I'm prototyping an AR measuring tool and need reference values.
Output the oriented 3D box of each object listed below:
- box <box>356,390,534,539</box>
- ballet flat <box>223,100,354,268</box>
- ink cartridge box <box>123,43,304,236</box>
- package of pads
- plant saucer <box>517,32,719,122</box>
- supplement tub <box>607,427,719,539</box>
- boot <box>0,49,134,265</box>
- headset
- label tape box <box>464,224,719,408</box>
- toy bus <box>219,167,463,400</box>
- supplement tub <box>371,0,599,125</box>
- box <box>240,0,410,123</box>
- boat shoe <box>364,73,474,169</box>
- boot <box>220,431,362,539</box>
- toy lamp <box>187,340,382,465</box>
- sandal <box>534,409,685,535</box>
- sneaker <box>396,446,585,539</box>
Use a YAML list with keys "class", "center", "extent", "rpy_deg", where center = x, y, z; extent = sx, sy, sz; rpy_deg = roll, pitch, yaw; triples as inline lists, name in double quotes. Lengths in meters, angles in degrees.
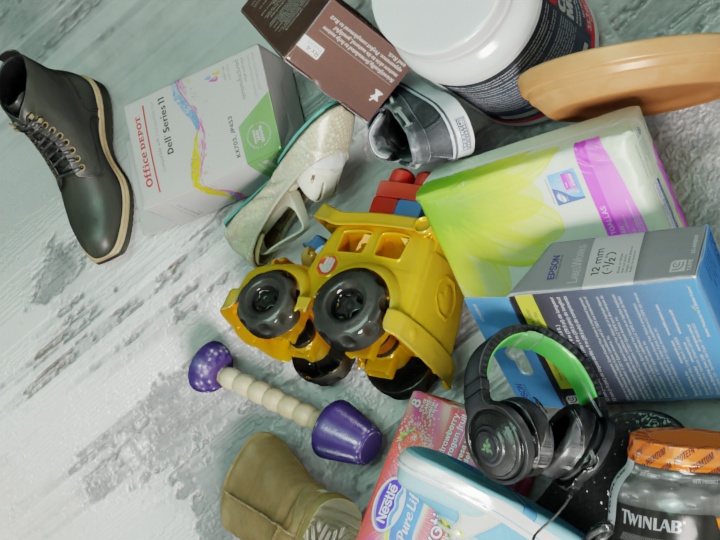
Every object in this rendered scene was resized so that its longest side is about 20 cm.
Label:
- class: "box"
  center: [0.067, 0.213, 1.663]
  extent: [0.095, 0.100, 0.200]
  rpy_deg: [21, 89, 31]
- class: "ballet flat"
  center: [-0.054, -0.074, 1.807]
  extent: [0.062, 0.067, 0.200]
  rpy_deg: [56, 130, 17]
- class: "ink cartridge box"
  center: [-0.155, -0.122, 1.887]
  extent: [0.200, 0.067, 0.117]
  rpy_deg: [-23, 68, 23]
- class: "package of pads"
  center: [0.167, -0.035, 1.646]
  extent: [0.200, 0.068, 0.155]
  rpy_deg: [-15, 114, 25]
- class: "plant saucer"
  center: [0.230, -0.154, 1.607]
  extent: [0.200, 0.200, 0.038]
  rpy_deg: [-10, 84, 27]
- class: "supplement tub"
  center: [0.251, 0.227, 1.521]
  extent: [0.122, 0.122, 0.200]
  rpy_deg: [5, 95, 30]
- class: "boot"
  center: [-0.299, -0.111, 1.924]
  extent: [0.077, 0.138, 0.200]
  rpy_deg: [-25, 68, 21]
- class: "headset"
  center: [0.150, 0.130, 1.519]
  extent: [0.094, 0.123, 0.200]
  rpy_deg: [-40, 49, 48]
- class: "label tape box"
  center: [0.205, 0.042, 1.598]
  extent: [0.200, 0.143, 0.066]
  rpy_deg: [-5, 44, 29]
- class: "toy bus"
  center: [0.000, 0.000, 1.745]
  extent: [0.200, 0.136, 0.192]
  rpy_deg: [6, 68, 33]
- class: "supplement tub"
  center: [0.109, -0.214, 1.684]
  extent: [0.140, 0.200, 0.141]
  rpy_deg: [-7, 75, 27]
- class: "box"
  center: [-0.034, -0.212, 1.766]
  extent: [0.075, 0.100, 0.200]
  rpy_deg: [-50, 25, 8]
- class: "boat shoe"
  center: [0.036, -0.125, 1.724]
  extent: [0.068, 0.200, 0.072]
  rpy_deg: [-20, 109, -12]
- class: "boot"
  center: [-0.078, 0.245, 1.708]
  extent: [0.175, 0.066, 0.200]
  rpy_deg: [-61, 25, -3]
- class: "toy lamp"
  center: [-0.067, 0.123, 1.787]
  extent: [0.200, 0.058, 0.058]
  rpy_deg: [26, 91, 33]
- class: "sandal"
  center: [0.196, 0.182, 1.630]
  extent: [0.200, 0.048, 0.075]
  rpy_deg: [-46, 76, 26]
- class: "sneaker"
  center: [0.091, 0.234, 1.565]
  extent: [0.200, 0.080, 0.131]
  rpy_deg: [32, 94, -14]
